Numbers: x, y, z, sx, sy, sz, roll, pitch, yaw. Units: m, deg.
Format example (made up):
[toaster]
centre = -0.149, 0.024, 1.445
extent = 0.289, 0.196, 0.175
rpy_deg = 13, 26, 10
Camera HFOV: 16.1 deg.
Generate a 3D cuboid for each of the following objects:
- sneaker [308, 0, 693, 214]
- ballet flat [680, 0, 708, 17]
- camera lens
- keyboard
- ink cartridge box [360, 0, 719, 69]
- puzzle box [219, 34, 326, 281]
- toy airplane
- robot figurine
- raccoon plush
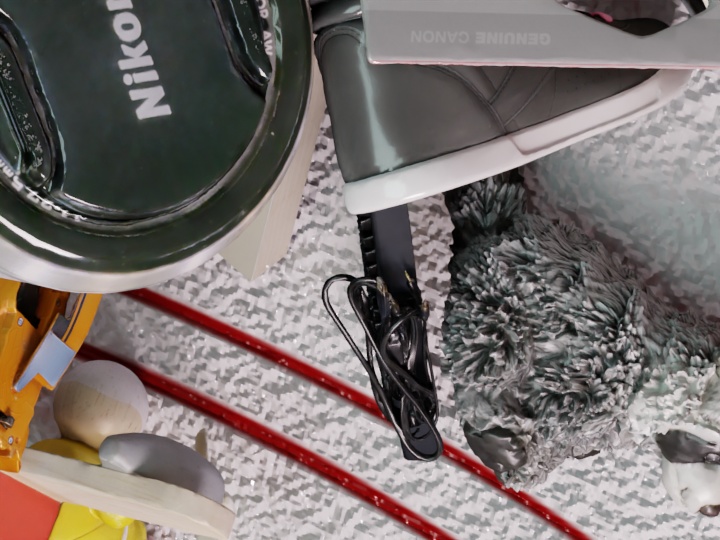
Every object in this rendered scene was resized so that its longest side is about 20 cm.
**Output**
[sneaker]
centre = 0.054, -0.094, 0.937
extent = 0.071, 0.200, 0.099
rpy_deg = -11, 99, 42
[ballet flat]
centre = 0.136, -0.128, 0.959
extent = 0.073, 0.073, 0.200
rpy_deg = -35, 83, 33
[camera lens]
centre = -0.122, -0.077, 0.907
extent = 0.200, 0.160, 0.160
rpy_deg = 7, 109, 60
[keyboard]
centre = 0.000, 0.000, 1.011
extent = 0.200, 0.040, 0.104
rpy_deg = 80, 173, -46
[ink cartridge box]
centre = 0.079, -0.143, 0.889
extent = 0.045, 0.200, 0.177
rpy_deg = 131, 135, -63
[puzzle box]
centre = -0.070, -0.096, 1.064
extent = 0.133, 0.025, 0.200
rpy_deg = 42, 148, 16
[toy airplane]
centre = -0.153, 0.088, 1.147
extent = 0.200, 0.141, 0.199
rpy_deg = 35, 151, 4
[robot figurine]
centre = -0.159, -0.017, 1.059
extent = 0.145, 0.058, 0.200
rpy_deg = 3, 60, 26
[raccoon plush]
centre = 0.100, 0.002, 1.006
extent = 0.134, 0.097, 0.200
rpy_deg = -17, 93, 25
